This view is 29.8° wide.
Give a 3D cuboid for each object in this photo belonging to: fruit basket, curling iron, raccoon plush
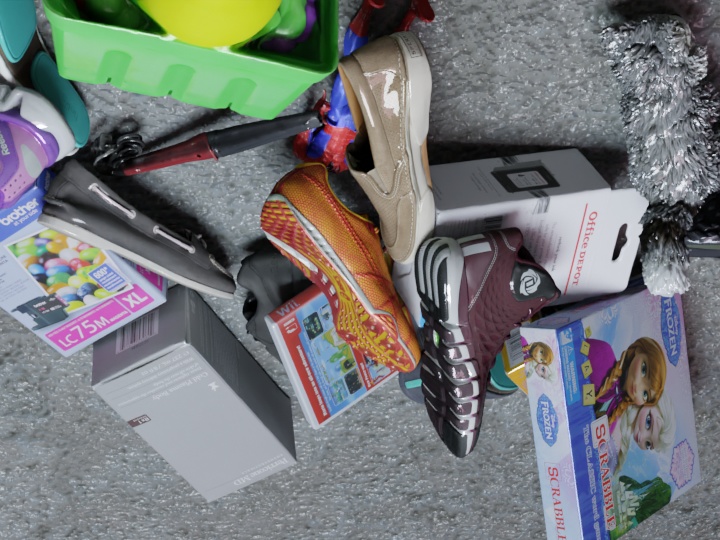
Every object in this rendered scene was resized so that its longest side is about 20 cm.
[{"bbox_3d":[-0.104,-0.198,0.891,0.213,0.157,0.216,0,149,0],"label":"fruit basket"},{"bbox_3d":[-0.123,-0.098,1.047,0.198,0.026,0.050,-6,166,18],"label":"curling iron"},{"bbox_3d":[0.234,-0.098,1.020,0.096,0.202,0.134,-14,150,25],"label":"raccoon plush"}]

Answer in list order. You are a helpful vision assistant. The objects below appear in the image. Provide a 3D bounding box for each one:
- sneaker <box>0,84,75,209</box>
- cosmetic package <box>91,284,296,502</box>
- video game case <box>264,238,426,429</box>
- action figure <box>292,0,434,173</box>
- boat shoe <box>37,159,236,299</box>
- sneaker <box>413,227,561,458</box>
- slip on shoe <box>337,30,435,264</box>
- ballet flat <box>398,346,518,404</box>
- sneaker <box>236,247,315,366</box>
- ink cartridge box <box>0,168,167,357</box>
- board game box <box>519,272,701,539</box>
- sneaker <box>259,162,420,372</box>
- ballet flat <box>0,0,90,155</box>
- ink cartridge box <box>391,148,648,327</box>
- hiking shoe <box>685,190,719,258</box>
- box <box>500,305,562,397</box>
[{"bbox_3d":[-0.309,-0.092,0.980,0.198,0.089,0.081,12,152,21],"label":"sneaker"},{"bbox_3d":[-0.150,0.116,1.245,0.106,0.091,0.200,-26,129,14],"label":"cosmetic package"},{"bbox_3d":[0.020,0.036,1.173,0.199,0.017,0.144,-34,136,-15],"label":"video game case"},{"bbox_3d":[-0.008,-0.128,1.053,0.065,0.052,0.201,8,135,-22],"label":"action figure"},{"bbox_3d":[-0.170,-0.030,1.108,0.199,0.067,0.058,26,85,-42],"label":"boat shoe"},{"bbox_3d":[0.110,0.054,1.076,0.114,0.076,0.202,-18,126,-18],"label":"sneaker"},{"bbox_3d":[0.017,-0.084,1.013,0.060,0.076,0.201,-17,138,-15],"label":"slip on shoe"},{"bbox_3d":[0.090,0.090,1.222,0.073,0.074,0.199,-33,167,23],"label":"ballet flat"},{"bbox_3d":[-0.057,0.050,1.214,0.090,0.076,0.201,-2,131,11],"label":"sneaker"},{"bbox_3d":[-0.269,-0.014,1.136,0.119,0.042,0.200,-28,130,18],"label":"ink cartridge box"},{"bbox_3d":[0.223,0.121,1.182,0.041,0.199,0.202,1,105,43],"label":"board game box"},{"bbox_3d":[0.000,0.000,1.081,0.073,0.077,0.201,0,131,46],"label":"sneaker"},{"bbox_3d":[-0.260,-0.160,0.981,0.069,0.070,0.201,-12,137,5],"label":"ballet flat"},{"bbox_3d":[0.133,-0.031,1.123,0.198,0.067,0.117,-8,129,-21],"label":"ink cartridge box"},{"bbox_3d":[0.347,-0.016,1.187,0.198,0.076,0.101,-1,131,-8],"label":"hiking shoe"},{"bbox_3d":[0.188,0.092,1.242,0.041,0.120,0.200,-31,131,22],"label":"box"}]
